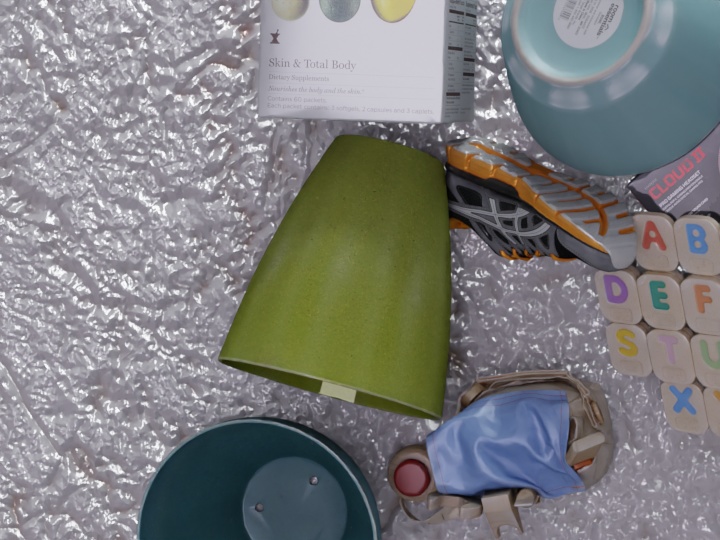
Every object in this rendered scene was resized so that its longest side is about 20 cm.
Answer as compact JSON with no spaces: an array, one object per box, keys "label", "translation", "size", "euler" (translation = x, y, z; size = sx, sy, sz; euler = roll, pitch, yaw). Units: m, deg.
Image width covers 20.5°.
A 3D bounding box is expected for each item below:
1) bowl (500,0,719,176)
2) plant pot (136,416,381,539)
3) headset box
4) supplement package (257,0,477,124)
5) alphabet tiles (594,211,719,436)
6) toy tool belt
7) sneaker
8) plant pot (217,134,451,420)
[{"label":"bowl","translation":[0.187,-0.182,1.535],"size":[0.200,0.105,0.202],"euler":[-7,75,28]},{"label":"plant pot","translation":[-0.070,0.212,1.646],"size":[0.199,0.135,0.202],"euler":[1,95,12]},{"label":"headset box","translation":[0.317,-0.057,1.567],"size":[0.148,0.075,0.200],"euler":[-41,86,14]},{"label":"supplement package","translation":[0.010,-0.220,1.581],"size":[0.151,0.151,0.202],"euler":[3,96,12]},{"label":"alphabet tiles","translation":[0.276,0.049,1.559],"size":[0.199,0.015,0.197],"euler":[7,120,39]},{"label":"toy tool belt","translation":[0.106,0.151,1.608],"size":[0.199,0.123,0.126],"euler":[-16,91,14]},{"label":"sneaker","translation":[0.141,-0.039,1.588],"size":[0.200,0.078,0.078],"euler":[33,118,43]},{"label":"plant pot","translation":[0.000,0.000,1.605],"size":[0.186,0.187,0.201],"euler":[13,83,11]}]
